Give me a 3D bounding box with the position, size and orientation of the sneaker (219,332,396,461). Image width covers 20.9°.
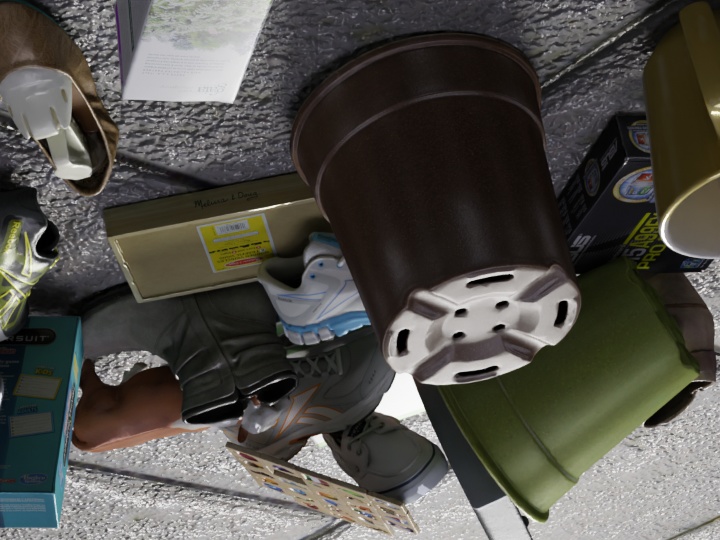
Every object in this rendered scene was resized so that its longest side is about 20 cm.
[{"bbox_3d":[-0.054,0.106,1.776,0.200,0.076,0.092,-35,119,23],"label":"sneaker"}]

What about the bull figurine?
[{"bbox_3d":[-0.164,0.107,1.737,0.200,0.121,0.065,-11,133,5],"label":"bull figurine"}]

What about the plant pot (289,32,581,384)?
[{"bbox_3d":[0.064,-0.035,1.446,0.200,0.198,0.200,-11,147,-7],"label":"plant pot"}]

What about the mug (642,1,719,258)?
[{"bbox_3d":[0.283,-0.119,1.440,0.149,0.153,0.187,-2,151,-15],"label":"mug"}]

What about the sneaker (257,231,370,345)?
[{"bbox_3d":[0.000,0.000,1.587,0.200,0.075,0.087,-18,126,29],"label":"sneaker"}]

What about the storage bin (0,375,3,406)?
[{"bbox_3d":[-0.371,0.069,1.536,0.134,0.200,0.146,-7,132,-31],"label":"storage bin"}]

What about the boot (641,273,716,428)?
[{"bbox_3d":[0.253,0.078,1.816,0.070,0.146,0.200,2,151,-30],"label":"boot"}]

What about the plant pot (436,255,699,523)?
[{"bbox_3d":[0.185,0.087,1.694,0.190,0.200,0.200,-33,148,12],"label":"plant pot"}]

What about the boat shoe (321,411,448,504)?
[{"bbox_3d":[0.009,0.164,1.777,0.067,0.074,0.200,49,162,-17],"label":"boat shoe"}]

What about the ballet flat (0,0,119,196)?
[{"bbox_3d":[-0.216,-0.111,1.363,0.068,0.072,0.200,-12,153,4],"label":"ballet flat"}]

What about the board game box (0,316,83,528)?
[{"bbox_3d":[-0.314,0.122,1.610,0.151,0.200,0.047,1,133,-1],"label":"board game box"}]

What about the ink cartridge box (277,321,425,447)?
[{"bbox_3d":[-0.020,0.082,1.838,0.145,0.048,0.200,-20,137,16],"label":"ink cartridge box"}]

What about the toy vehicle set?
[{"bbox_3d":[-0.102,-0.029,1.613,0.200,0.027,0.124,-11,153,0],"label":"toy vehicle set"}]

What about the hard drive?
[{"bbox_3d":[0.099,0.162,1.768,0.042,0.200,0.135,-25,140,1],"label":"hard drive"}]

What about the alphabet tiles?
[{"bbox_3d":[-0.027,0.206,1.776,0.167,0.008,0.200,17,166,13],"label":"alphabet tiles"}]

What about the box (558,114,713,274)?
[{"bbox_3d":[0.257,-0.061,1.661,0.160,0.044,0.200,-1,152,-19],"label":"box"}]

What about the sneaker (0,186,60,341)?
[{"bbox_3d":[-0.276,-0.002,1.550,0.085,0.075,0.200,-18,160,-8],"label":"sneaker"}]

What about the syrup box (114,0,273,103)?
[{"bbox_3d":[-0.100,-0.193,1.238,0.079,0.081,0.200,1,151,-18],"label":"syrup box"}]

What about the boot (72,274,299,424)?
[{"bbox_3d":[-0.157,0.074,1.677,0.200,0.131,0.068,-17,152,11],"label":"boot"}]
